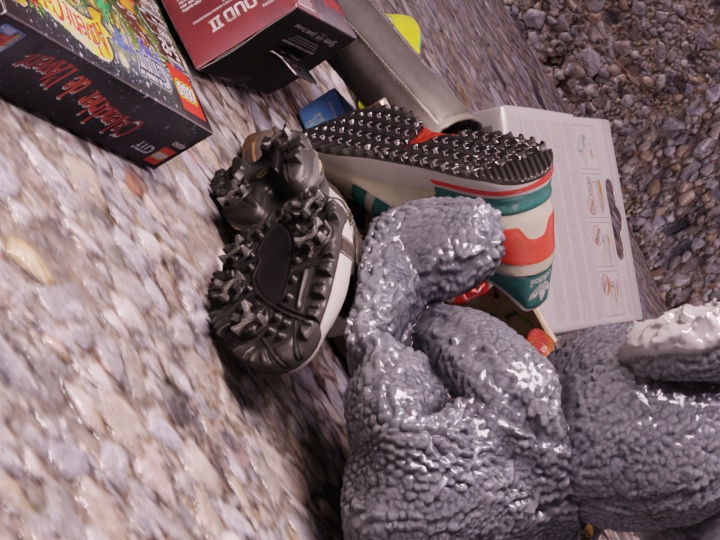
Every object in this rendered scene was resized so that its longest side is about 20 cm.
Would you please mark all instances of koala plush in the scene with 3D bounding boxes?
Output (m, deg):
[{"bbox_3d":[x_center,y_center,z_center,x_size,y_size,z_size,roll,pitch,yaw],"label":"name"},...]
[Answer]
[{"bbox_3d":[0.098,0.077,0.827,0.184,0.197,0.179,-76,162,-56],"label":"koala plush"}]

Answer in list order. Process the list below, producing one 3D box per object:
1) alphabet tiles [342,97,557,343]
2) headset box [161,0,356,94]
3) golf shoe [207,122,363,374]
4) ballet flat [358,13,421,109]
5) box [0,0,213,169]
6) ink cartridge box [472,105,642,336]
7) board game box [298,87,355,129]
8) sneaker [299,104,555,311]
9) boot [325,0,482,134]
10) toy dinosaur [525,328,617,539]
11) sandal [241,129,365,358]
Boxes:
[{"bbox_3d":[0.039,-0.001,1.052,0.201,0.006,0.166,60,-29,-3],"label":"alphabet tiles"},{"bbox_3d":[-0.084,-0.201,1.086,0.201,0.077,0.149,61,12,7],"label":"headset box"},{"bbox_3d":[-0.024,0.004,0.881,0.095,0.077,0.201,55,15,-26],"label":"golf shoe"},{"bbox_3d":[0.017,-0.177,1.483,0.067,0.067,0.201,39,23,-27],"label":"ballet flat"},{"bbox_3d":[-0.144,-0.132,0.780,0.138,0.037,0.200,65,13,16],"label":"box"},{"bbox_3d":[0.139,-0.033,1.296,0.199,0.056,0.165,-2,83,-64],"label":"ink cartridge box"},{"bbox_3d":[0.033,-0.012,1.234,0.151,0.036,0.201,41,23,-59],"label":"board game box"},{"bbox_3d":[0.030,-0.030,0.952,0.199,0.070,0.094,16,-58,50],"label":"sneaker"},{"bbox_3d":[0.008,-0.150,1.226,0.200,0.073,0.182,42,9,11],"label":"boot"},{"bbox_3d":[0.105,0.117,0.999,0.105,0.199,0.183,-45,113,-44],"label":"toy dinosaur"},{"bbox_3d":[0.000,0.000,1.032,0.201,0.054,0.082,61,12,0],"label":"sandal"}]
